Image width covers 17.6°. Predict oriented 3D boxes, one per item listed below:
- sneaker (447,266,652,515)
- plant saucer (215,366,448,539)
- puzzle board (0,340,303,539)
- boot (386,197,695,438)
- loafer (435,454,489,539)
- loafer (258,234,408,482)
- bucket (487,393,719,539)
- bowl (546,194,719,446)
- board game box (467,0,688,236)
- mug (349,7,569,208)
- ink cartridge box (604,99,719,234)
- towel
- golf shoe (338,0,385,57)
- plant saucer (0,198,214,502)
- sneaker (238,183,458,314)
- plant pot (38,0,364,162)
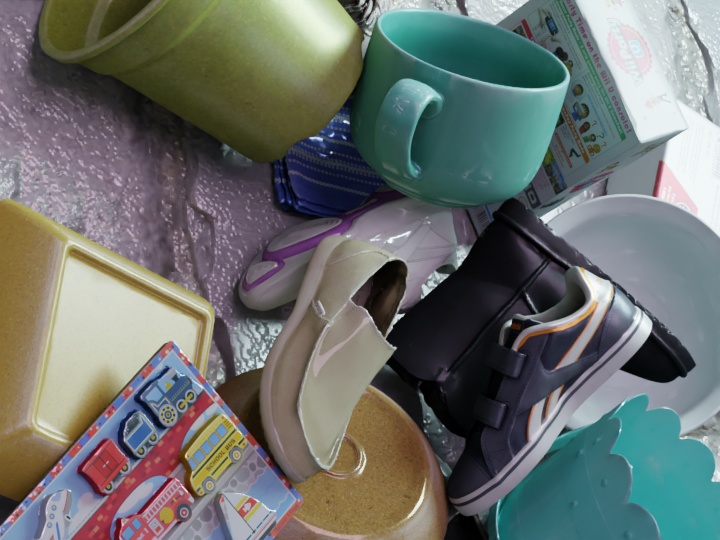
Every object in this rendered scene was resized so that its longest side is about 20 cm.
[{"bbox_3d":[0.119,0.084,1.695,0.079,0.078,0.200,44,81,-15],"label":"sneaker"},{"bbox_3d":[-0.024,0.139,1.658,0.200,0.035,0.200,14,47,-15],"label":"plant saucer"},{"bbox_3d":[-0.138,0.166,1.524,0.151,0.017,0.200,51,58,-16],"label":"puzzle board"},{"bbox_3d":[0.131,0.066,1.771,0.200,0.076,0.168,40,89,-3],"label":"boot"},{"bbox_3d":[0.071,0.197,1.724,0.072,0.063,0.200,-29,87,-40],"label":"loafer"},{"bbox_3d":[-0.016,0.056,1.629,0.076,0.068,0.200,51,43,-44],"label":"loafer"},{"bbox_3d":[0.199,0.208,1.726,0.207,0.135,0.207,43,25,-25],"label":"bucket"},{"bbox_3d":[0.211,0.046,1.858,0.201,0.090,0.201,0,79,0],"label":"bowl"},{"bbox_3d":[0.148,-0.131,1.848,0.064,0.200,0.148,-16,79,-41],"label":"board game box"},{"bbox_3d":[0.056,-0.116,1.736,0.185,0.114,0.152,-1,29,-35],"label":"mug"},{"bbox_3d":[0.309,-0.029,1.998,0.200,0.083,0.145,31,54,-22],"label":"ink cartridge box"},{"bbox_3d":[-0.009,-0.126,1.847,0.145,0.024,0.200,11,62,-34],"label":"towel"},{"bbox_3d":[-0.016,-0.210,1.811,0.200,0.094,0.078,33,49,-24],"label":"golf shoe"},{"bbox_3d":[-0.174,0.071,1.574,0.200,0.048,0.200,29,58,-40],"label":"plant saucer"},{"bbox_3d":[0.000,0.000,1.758,0.200,0.075,0.100,-25,107,-31],"label":"sneaker"},{"bbox_3d":[-0.102,-0.183,1.711,0.184,0.200,0.200,39,50,-30],"label":"plant pot"}]
